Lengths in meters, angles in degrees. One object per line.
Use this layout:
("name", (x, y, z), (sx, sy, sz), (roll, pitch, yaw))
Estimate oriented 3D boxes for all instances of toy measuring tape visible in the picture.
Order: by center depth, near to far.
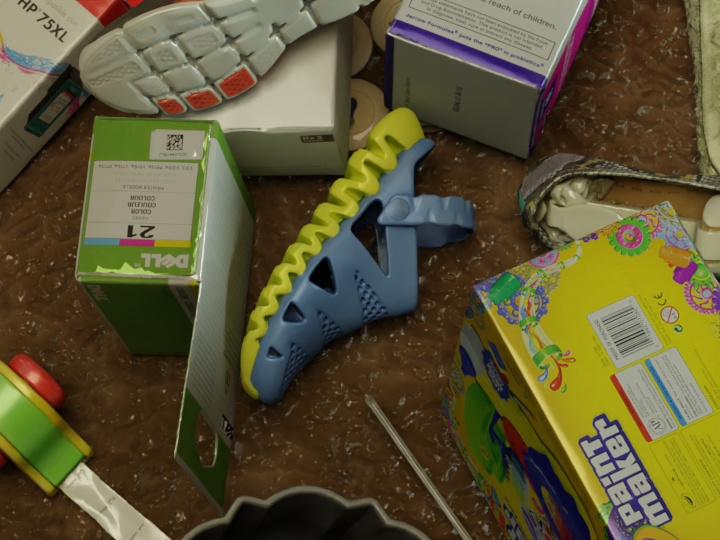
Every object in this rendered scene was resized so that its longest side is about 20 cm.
("toy measuring tape", (-0.184, 0.108, 1.314), (0.200, 0.074, 0.074), (40, 79, 18))

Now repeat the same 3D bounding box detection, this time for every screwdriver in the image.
("screwdriver", (0.059, 0.153, 1.296), (0.028, 0.029, 0.200), (-34, 68, -6))

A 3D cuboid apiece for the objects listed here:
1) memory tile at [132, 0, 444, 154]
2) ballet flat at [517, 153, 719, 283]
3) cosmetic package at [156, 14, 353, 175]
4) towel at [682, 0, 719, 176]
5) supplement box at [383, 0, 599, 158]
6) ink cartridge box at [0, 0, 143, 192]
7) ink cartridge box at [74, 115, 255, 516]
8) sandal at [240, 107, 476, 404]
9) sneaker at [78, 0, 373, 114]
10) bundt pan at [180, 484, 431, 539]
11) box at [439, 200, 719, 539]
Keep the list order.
("memory tile", (-0.041, -0.139, 1.413), (0.200, 0.017, 0.153), (-13, 70, 1))
("ballet flat", (0.189, -0.024, 1.317), (0.200, 0.072, 0.072), (9, 72, 11))
("cosmetic package", (-0.061, -0.162, 1.374), (0.113, 0.081, 0.200), (1, 72, 7))
("towel", (0.275, -0.138, 1.367), (0.148, 0.036, 0.200), (-4, 70, 4))
("supplement box", (0.098, -0.187, 1.359), (0.103, 0.101, 0.200), (21, 70, 8))
("ink cartridge box", (-0.222, -0.152, 1.402), (0.116, 0.067, 0.200), (40, 85, 18))
("ink cartridge box", (-0.116, 0.029, 1.292), (0.076, 0.148, 0.200), (3, 71, 8))
("sandal", (0.000, 0.000, 1.331), (0.087, 0.079, 0.200), (35, 81, 3))
("sneaker", (-0.077, -0.162, 1.308), (0.200, 0.077, 0.082), (-25, 43, -2))
("bundt pan", (-0.035, 0.225, 1.230), (0.202, 0.076, 0.202), (5, 70, -15))
("box", (0.149, 0.105, 1.205), (0.122, 0.193, 0.200), (-23, 69, -13))
